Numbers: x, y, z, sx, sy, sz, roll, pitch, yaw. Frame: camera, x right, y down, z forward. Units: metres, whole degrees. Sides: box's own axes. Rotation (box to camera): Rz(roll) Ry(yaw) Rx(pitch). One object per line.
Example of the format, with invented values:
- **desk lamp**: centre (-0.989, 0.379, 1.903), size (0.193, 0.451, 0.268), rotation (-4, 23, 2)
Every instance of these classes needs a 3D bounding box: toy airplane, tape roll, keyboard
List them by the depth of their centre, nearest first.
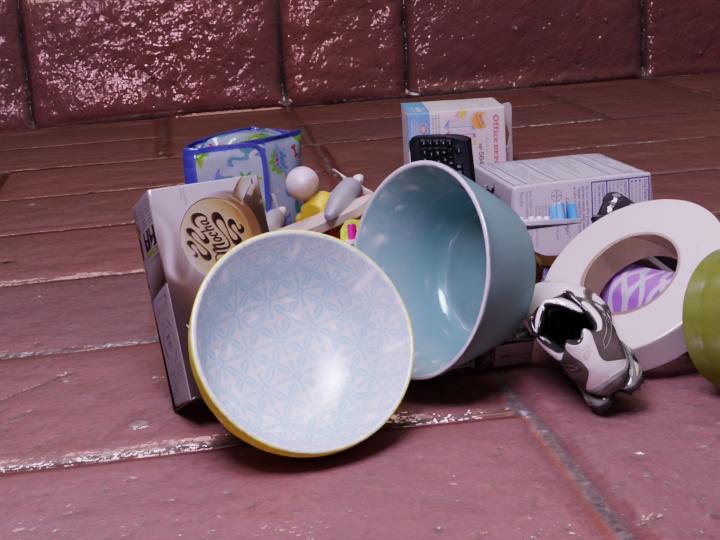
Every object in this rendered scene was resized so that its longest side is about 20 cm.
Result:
- **tape roll**: centre (0.274, 0.014, 1.267), size (0.202, 0.037, 0.204), rotation (-24, 37, 20)
- **keyboard**: centre (0.117, -0.071, 1.552), size (0.103, 0.201, 0.040), rotation (-3, 33, 10)
- **toy airplane**: centre (-0.070, -0.062, 1.652), size (0.198, 0.142, 0.199), rotation (-20, 3, 5)

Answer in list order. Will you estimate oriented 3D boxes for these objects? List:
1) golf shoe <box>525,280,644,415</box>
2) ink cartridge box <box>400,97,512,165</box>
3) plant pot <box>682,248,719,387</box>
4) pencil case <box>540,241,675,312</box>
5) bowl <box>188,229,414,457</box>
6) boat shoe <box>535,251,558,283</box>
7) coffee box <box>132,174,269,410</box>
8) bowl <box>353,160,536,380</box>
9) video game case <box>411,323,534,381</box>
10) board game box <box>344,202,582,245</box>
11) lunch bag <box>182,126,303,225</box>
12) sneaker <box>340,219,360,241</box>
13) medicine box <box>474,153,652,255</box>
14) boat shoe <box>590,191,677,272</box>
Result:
- **golf shoe**: centre (0.194, 0.044, 1.187), size (0.078, 0.095, 0.200), rotation (-40, 28, 3)
- **ink cartridge box**: centre (0.178, -0.235, 2.277), size (0.198, 0.130, 0.125), rotation (-5, 15, -2)
- **plant pot**: centre (0.391, 0.041, 1.100), size (0.199, 0.202, 0.192), rotation (-14, 5, -34)
- **pencil case**: centre (0.290, 0.025, 1.342), size (0.083, 0.086, 0.199), rotation (15, 1, -40)
- **bowl**: centre (-0.062, 0.076, 1.122), size (0.198, 0.202, 0.108), rotation (-10, -18, -23)
- **boat shoe**: centre (0.176, -0.004, 1.503), size (0.198, 0.075, 0.076), rotation (-9, 16, -17)
- **coffee box**: centre (-0.138, 0.021, 1.213), size (0.112, 0.202, 0.080), rotation (-9, -8, -23)
- **bowl**: centre (0.090, 0.002, 1.208), size (0.104, 0.203, 0.200), rotation (4, 7, -38)
- **video game case**: centre (0.060, 0.038, 1.329), size (0.180, 0.036, 0.200), rotation (-9, 35, -16)
- **board game box**: centre (0.115, -0.053, 1.425), size (0.199, 0.026, 0.199), rotation (-6, 0, 38)
- **lunch bag**: centre (-0.171, -0.106, 1.793), size (0.127, 0.172, 0.199), rotation (7, 17, 38)
- **sneaker**: centre (0.000, 0.000, 1.494), size (0.073, 0.084, 0.200), rotation (16, 28, 4)
- **medicine box**: centre (0.276, -0.091, 1.757), size (0.198, 0.104, 0.182), rotation (-6, 15, -10)
- **boat shoe**: centre (0.324, -0.032, 1.448), size (0.199, 0.061, 0.074), rotation (25, -6, -43)
